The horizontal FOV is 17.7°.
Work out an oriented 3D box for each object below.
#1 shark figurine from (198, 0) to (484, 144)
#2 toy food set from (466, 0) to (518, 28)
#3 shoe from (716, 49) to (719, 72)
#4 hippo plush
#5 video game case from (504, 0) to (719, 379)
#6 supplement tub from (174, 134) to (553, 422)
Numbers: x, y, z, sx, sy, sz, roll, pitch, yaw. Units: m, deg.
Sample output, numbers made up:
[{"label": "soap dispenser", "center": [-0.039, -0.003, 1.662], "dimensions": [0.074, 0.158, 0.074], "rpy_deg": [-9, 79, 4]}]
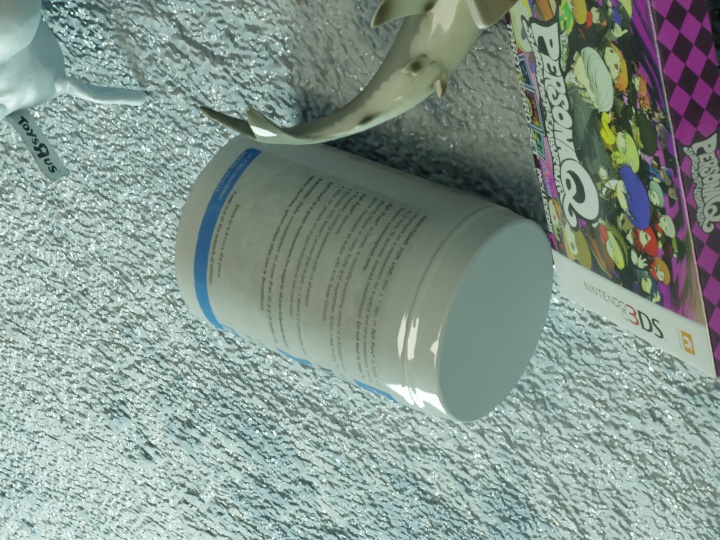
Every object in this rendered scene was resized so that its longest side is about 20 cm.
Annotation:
[{"label": "shark figurine", "center": [0.022, -0.134, 1.264], "dimensions": [0.128, 0.215, 0.090], "rpy_deg": [32, -165, -33]}, {"label": "toy food set", "center": [0.149, -0.179, 1.052], "dimensions": [0.200, 0.144, 0.061], "rpy_deg": [-20, 111, 51]}, {"label": "shoe", "center": [0.183, -0.060, 1.180], "dimensions": [0.199, 0.091, 0.072], "rpy_deg": [9, 131, 39]}, {"label": "hippo plush", "center": [-0.259, -0.145, 1.446], "dimensions": [0.200, 0.159, 0.161], "rpy_deg": [44, 168, 5]}, {"label": "video game case", "center": [0.133, -0.063, 1.160], "dimensions": [0.181, 0.036, 0.201], "rpy_deg": [-147, 42, -65]}, {"label": "supplement tub", "center": [0.000, 0.000, 1.388], "dimensions": [0.199, 0.132, 0.132], "rpy_deg": [22, 138, 31]}]
